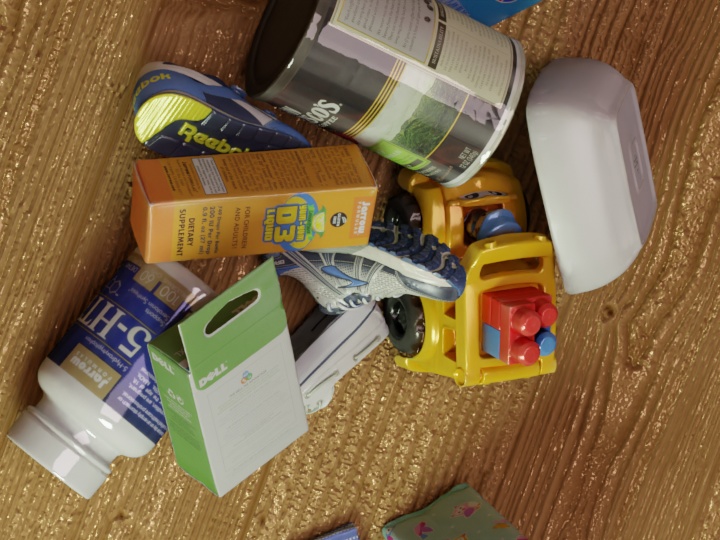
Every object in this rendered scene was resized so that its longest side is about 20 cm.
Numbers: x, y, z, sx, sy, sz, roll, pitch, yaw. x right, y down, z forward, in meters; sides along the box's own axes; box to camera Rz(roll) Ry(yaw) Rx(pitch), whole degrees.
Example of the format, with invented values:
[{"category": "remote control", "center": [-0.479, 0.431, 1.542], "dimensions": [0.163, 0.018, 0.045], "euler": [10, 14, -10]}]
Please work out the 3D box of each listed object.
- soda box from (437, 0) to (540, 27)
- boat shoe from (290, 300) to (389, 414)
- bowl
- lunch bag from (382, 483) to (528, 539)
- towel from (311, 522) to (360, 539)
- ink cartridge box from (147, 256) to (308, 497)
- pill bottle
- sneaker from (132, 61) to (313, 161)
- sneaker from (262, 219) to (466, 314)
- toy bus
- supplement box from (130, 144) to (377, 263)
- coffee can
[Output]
[{"category": "soda box", "center": [0.157, -0.287, 1.607], "dimensions": [0.200, 0.068, 0.064], "euler": [-25, 133, 20]}, {"category": "boat shoe", "center": [-0.049, 0.098, 1.640], "dimensions": [0.200, 0.074, 0.067], "euler": [-42, 114, -14]}, {"category": "bowl", "center": [0.220, -0.094, 1.670], "dimensions": [0.074, 0.200, 0.200], "euler": [-8, 107, 18]}, {"category": "lunch bag", "center": [0.124, 0.328, 1.714], "dimensions": [0.122, 0.170, 0.200], "euler": [-27, 111, -11]}, {"category": "towel", "center": [-0.044, 0.353, 1.724], "dimensions": [0.145, 0.024, 0.200], "euler": [-20, 106, -19]}, {"category": "ink cartridge box", "center": [-0.111, 0.078, 1.484], "dimensions": [0.104, 0.059, 0.200], "euler": [-35, 138, -27]}, {"category": "pill bottle", "center": [-0.202, 0.088, 1.537], "dimensions": [0.120, 0.120, 0.200], "euler": [43, 80, -26]}, {"category": "sneaker", "center": [-0.113, -0.122, 1.560], "dimensions": [0.200, 0.082, 0.074], "euler": [28, 113, -38]}, {"category": "sneaker", "center": [0.000, 0.000, 1.606], "dimensions": [0.077, 0.200, 0.085], "euler": [-31, 135, -59]}, {"category": "toy bus", "center": [0.116, 0.008, 1.638], "dimensions": [0.135, 0.192, 0.201], "euler": [-6, 103, -23]}, {"category": "supplement box", "center": [-0.089, -0.057, 1.524], "dimensions": [0.200, 0.069, 0.067], "euler": [-7, 130, -19]}, {"category": "coffee can", "center": [0.021, -0.177, 1.568], "dimensions": [0.200, 0.146, 0.147], "euler": [23, 89, -21]}]
